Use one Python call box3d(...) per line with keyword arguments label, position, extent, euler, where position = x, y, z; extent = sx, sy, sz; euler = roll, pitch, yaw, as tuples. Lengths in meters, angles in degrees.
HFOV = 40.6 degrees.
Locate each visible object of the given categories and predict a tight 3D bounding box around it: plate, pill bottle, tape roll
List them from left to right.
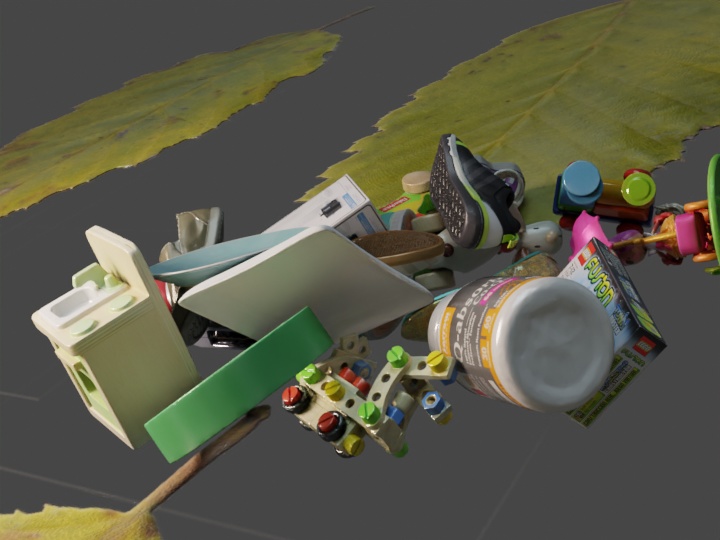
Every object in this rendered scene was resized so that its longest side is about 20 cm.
box3d(label="plate", position=(-0.144, -0.012, 1.085), extent=(0.198, 0.026, 0.200), euler=(-13, 10, 2))
box3d(label="tape roll", position=(-0.119, 0.112, 0.968), extent=(0.200, 0.048, 0.200), euler=(-37, 0, 0))
box3d(label="plate", position=(-0.054, 0.021, 1.021), extent=(0.199, 0.199, 0.033), euler=(-24, 55, 29))
box3d(label="pill bottle", position=(0.139, 0.064, 0.907), extent=(0.115, 0.117, 0.200), euler=(-22, 5, -16))

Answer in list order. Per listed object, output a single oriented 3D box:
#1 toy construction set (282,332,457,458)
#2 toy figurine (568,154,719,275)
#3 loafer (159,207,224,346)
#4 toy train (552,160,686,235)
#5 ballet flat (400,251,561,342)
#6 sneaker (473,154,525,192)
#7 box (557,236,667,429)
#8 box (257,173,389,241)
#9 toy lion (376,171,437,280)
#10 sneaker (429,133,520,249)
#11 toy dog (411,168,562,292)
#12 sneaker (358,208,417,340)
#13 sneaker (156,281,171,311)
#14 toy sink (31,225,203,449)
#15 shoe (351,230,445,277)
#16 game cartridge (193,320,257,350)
box3d(label="toy construction set", position=(0.002, 0.114, 0.955), extent=(0.131, 0.092, 0.200), euler=(-49, 25, -12))
box3d(label="toy figurine", position=(0.326, -0.036, 1.079), extent=(0.183, 0.152, 0.199), euler=(-10, 1, 33))
box3d(label="loafer", position=(-0.213, 0.005, 1.195), extent=(0.069, 0.076, 0.201), euler=(6, 49, -2))
box3d(label="toy train", position=(0.330, -0.086, 1.150), extent=(0.198, 0.086, 0.116), euler=(9, -6, 11))
box3d(label="ballet flat", position=(0.142, 0.042, 1.077), extent=(0.198, 0.071, 0.071), euler=(-24, 26, -15))
box3d(label="sneaker", position=(0.188, -0.086, 1.323), extent=(0.072, 0.115, 0.200), euler=(-36, -17, 27))
box3d(label="box", position=(0.225, 0.054, 0.952), extent=(0.110, 0.035, 0.200), euler=(-52, 14, 20))
box3d(label="box", position=(-0.069, -0.022, 1.173), extent=(0.199, 0.060, 0.117), euler=(-35, 26, 1))
box3d(label="toy lion", position=(0.075, -0.054, 1.324), extent=(0.199, 0.069, 0.191), euler=(-29, 35, -30))
box3d(label="sneaker", position=(0.135, -0.086, 1.135), extent=(0.082, 0.072, 0.201), euler=(5, 40, -14))
box3d(label="toy dog", position=(0.152, -0.035, 1.173), extent=(0.199, 0.133, 0.096), euler=(-29, 4, -10))
box3d(label="sneaker", position=(0.015, 0.009, 1.183), extent=(0.079, 0.072, 0.201), euler=(-10, 39, 30))
box3d(label="sneaker", position=(-0.259, 0.024, 1.326), extent=(0.112, 0.072, 0.200), euler=(-32, 13, -7))
box3d(label="toy sink", position=(-0.273, 0.072, 1.062), extent=(0.112, 0.202, 0.130), euler=(-34, 31, -26))
box3d(label="shoe", position=(0.000, 0.000, 1.101), extent=(0.198, 0.054, 0.070), euler=(-12, 29, 1))
box3d(label="game cartridge", position=(-0.106, 0.052, 1.221), extent=(0.198, 0.041, 0.133), euler=(0, 32, 30))
